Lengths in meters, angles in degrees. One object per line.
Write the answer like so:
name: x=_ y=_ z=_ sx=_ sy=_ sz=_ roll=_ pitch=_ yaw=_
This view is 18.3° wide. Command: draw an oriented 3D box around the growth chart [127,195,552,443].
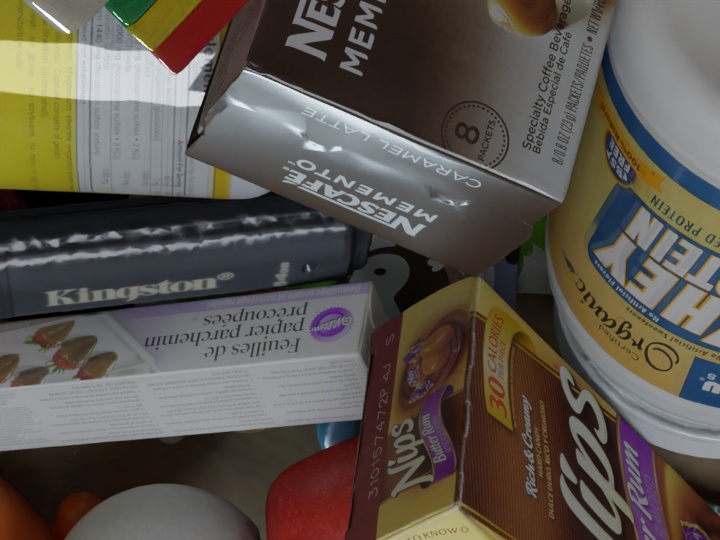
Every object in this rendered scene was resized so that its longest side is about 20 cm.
growth chart: x=0.000 y=0.000 z=0.913 sx=0.200 sy=0.018 sz=0.145 roll=-15 pitch=125 yaw=-2

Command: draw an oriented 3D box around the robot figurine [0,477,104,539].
robot figurine: x=-0.157 y=0.166 z=0.952 sx=0.117 sy=0.144 sz=0.200 roll=-2 pitch=132 yaw=49

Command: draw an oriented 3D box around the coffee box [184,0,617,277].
coffee box: x=0.028 y=-0.116 z=0.752 sx=0.114 sy=0.200 sz=0.080 roll=23 pitch=156 yaw=-12

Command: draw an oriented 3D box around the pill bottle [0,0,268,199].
pill bottle: x=-0.080 y=-0.083 z=0.817 sx=0.200 sy=0.112 sz=0.112 roll=2 pitch=120 yaw=-5

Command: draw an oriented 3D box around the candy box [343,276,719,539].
candy box: x=0.080 y=0.109 z=0.823 sx=0.056 sy=0.117 sz=0.200 roll=-30 pitch=122 yaw=30

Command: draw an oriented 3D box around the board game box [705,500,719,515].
board game box: x=0.178 y=0.160 z=0.999 sx=0.200 sy=0.030 sz=0.096 roll=18 pitch=87 yaw=-16

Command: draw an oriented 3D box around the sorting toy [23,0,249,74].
sorting toy: x=-0.048 y=-0.170 z=0.700 sx=0.199 sy=0.200 sz=0.070 roll=-47 pitch=129 yaw=1

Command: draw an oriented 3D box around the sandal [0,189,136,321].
sandal: x=-0.165 y=-0.020 z=0.881 sx=0.200 sy=0.045 sz=0.075 roll=24 pitch=114 yaw=-22

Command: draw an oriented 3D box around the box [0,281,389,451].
box: x=-0.085 y=0.041 z=0.886 sx=0.200 sy=0.039 sz=0.041 roll=-7 pitch=136 yaw=19

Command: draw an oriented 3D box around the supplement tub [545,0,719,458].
supplement tub: x=0.146 y=-0.032 z=0.810 sx=0.145 sy=0.145 sz=0.200 roll=2 pitch=146 yaw=-5

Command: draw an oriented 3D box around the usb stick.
usb stick: x=-0.096 y=-0.005 z=0.853 sx=0.200 sy=0.033 sz=0.055 roll=-6 pitch=148 yaw=-9

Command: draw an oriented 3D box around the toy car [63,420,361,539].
toy car: x=-0.051 y=0.144 z=0.893 sx=0.200 sy=0.184 sz=0.177 roll=-4 pitch=133 yaw=0
